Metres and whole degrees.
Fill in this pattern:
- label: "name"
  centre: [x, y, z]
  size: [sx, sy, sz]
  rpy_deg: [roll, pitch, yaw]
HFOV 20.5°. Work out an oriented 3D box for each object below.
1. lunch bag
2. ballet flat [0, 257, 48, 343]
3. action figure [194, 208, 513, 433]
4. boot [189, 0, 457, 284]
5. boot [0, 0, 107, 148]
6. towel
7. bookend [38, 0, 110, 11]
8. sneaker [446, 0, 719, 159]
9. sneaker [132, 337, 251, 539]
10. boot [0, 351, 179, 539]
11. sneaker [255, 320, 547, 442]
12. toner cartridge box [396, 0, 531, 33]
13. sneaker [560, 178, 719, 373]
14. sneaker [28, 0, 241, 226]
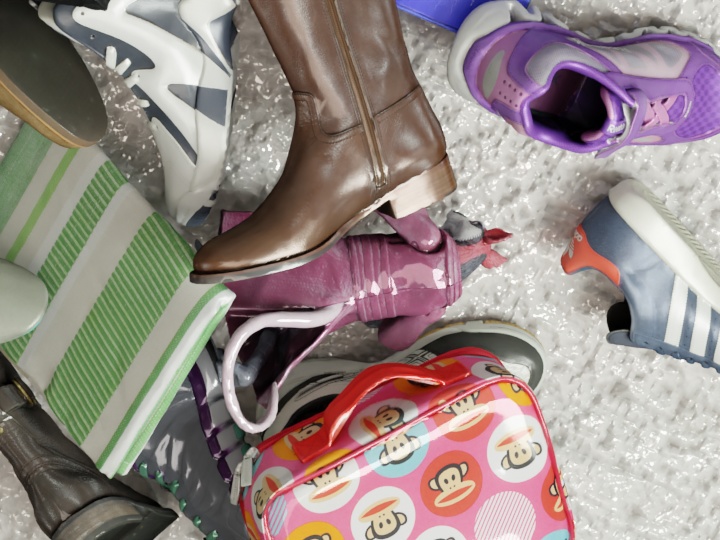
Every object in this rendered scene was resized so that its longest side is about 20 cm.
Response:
- label: "lunch bag"
  centre: [0.026, 0.140, 1.239]
  size: [0.199, 0.082, 0.177]
  rpy_deg: [-24, 115, -12]
- label: "ballet flat"
  centre: [-0.291, 0.003, 1.225]
  size: [0.198, 0.068, 0.064]
  rpy_deg: [8, 150, 16]
- label: "action figure"
  centre: [0.000, 0.000, 1.234]
  size: [0.198, 0.149, 0.135]
  rpy_deg: [-11, 114, -1]
- label: "boot"
  centre: [-0.048, -0.111, 1.159]
  size: [0.185, 0.064, 0.202]
  rpy_deg: [-26, 106, -23]
- label: "boot"
  centre: [-0.242, -0.137, 1.220]
  size: [0.200, 0.074, 0.075]
  rpy_deg: [42, 121, -5]
- label: "towel"
  centre: [-0.174, 0.009, 1.239]
  size: [0.200, 0.023, 0.153]
  rpy_deg: [45, 113, 29]
- label: "bookend"
  centre: [-0.227, -0.266, 1.122]
  size: [0.198, 0.092, 0.201]
  rpy_deg: [9, 82, 10]
- label: "sneaker"
  centre: [0.152, -0.103, 1.202]
  size: [0.198, 0.089, 0.081]
  rpy_deg: [6, 117, -26]
- label: "sneaker"
  centre: [-0.109, 0.138, 1.307]
  size: [0.087, 0.074, 0.202]
  rpy_deg: [-20, 82, -3]
- label: "boot"
  centre: [-0.205, 0.115, 1.311]
  size: [0.069, 0.200, 0.174]
  rpy_deg: [-39, 78, -3]
- label: "sneaker"
  centre: [0.029, 0.093, 1.310]
  size: [0.198, 0.088, 0.076]
  rpy_deg: [-15, 112, 5]
- label: "toner cartridge box"
  centre: [0.085, -0.241, 1.186]
  size: [0.094, 0.043, 0.201]
  rpy_deg: [21, 112, -11]
- label: "sneaker"
  centre: [0.211, 0.036, 1.296]
  size: [0.084, 0.075, 0.200]
  rpy_deg: [-42, 98, 15]
- label: "sneaker"
  centre: [-0.139, -0.130, 1.215]
  size: [0.128, 0.080, 0.201]
  rpy_deg: [6, 114, -1]
